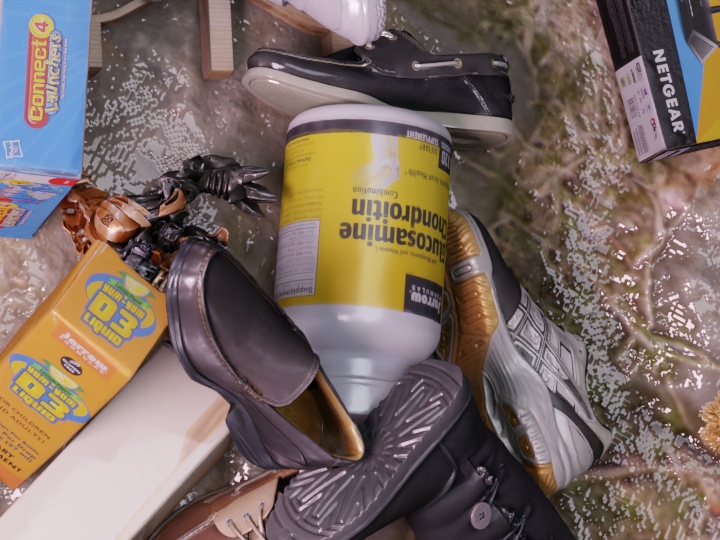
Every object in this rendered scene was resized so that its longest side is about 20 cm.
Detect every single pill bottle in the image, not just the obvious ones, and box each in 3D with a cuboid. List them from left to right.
[{"bbox_3d":[0.000,0.000,1.653,0.111,0.112,0.202,7,78,-16],"label":"pill bottle"}]

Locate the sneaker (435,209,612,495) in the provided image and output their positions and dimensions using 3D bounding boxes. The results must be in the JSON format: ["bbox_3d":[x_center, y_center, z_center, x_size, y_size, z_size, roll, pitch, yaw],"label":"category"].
[{"bbox_3d":[0.104,0.050,1.708,0.087,0.075,0.201,-20,89,-36],"label":"sneaker"}]

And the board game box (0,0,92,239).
[{"bbox_3d":[-0.210,-0.137,1.568,0.055,0.196,0.202,5,78,-16],"label":"board game box"}]

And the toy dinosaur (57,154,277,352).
[{"bbox_3d":[-0.131,-0.022,1.603,0.135,0.102,0.201,-18,70,-41],"label":"toy dinosaur"}]

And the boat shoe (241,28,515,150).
[{"bbox_3d":[0.012,-0.128,1.691,0.199,0.072,0.068,8,79,-25],"label":"boat shoe"}]

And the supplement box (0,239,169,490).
[{"bbox_3d":[-0.185,0.060,1.534,0.066,0.200,0.069,39,51,-7],"label":"supplement box"}]

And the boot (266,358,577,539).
[{"bbox_3d":[0.046,0.178,1.624,0.165,0.066,0.200,-41,131,-11],"label":"boot"}]

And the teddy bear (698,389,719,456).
[{"bbox_3d":[0.313,0.160,1.746,0.144,0.067,0.202,-6,82,-16],"label":"teddy bear"}]

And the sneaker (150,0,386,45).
[{"bbox_3d":[-0.077,-0.202,1.655,0.114,0.075,0.200,-30,63,-26],"label":"sneaker"}]

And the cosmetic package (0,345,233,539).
[{"bbox_3d":[-0.167,0.150,1.575,0.071,0.105,0.200,42,73,4],"label":"cosmetic package"}]

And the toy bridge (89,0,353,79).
[{"bbox_3d":[-0.096,-0.163,1.697,0.198,0.027,0.068,-1,80,-19],"label":"toy bridge"}]

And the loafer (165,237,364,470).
[{"bbox_3d":[-0.055,0.051,1.506,0.072,0.200,0.073,8,59,29],"label":"loafer"}]

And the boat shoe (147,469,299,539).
[{"bbox_3d":[-0.062,0.164,1.625,0.199,0.072,0.076,-33,91,-20],"label":"boat shoe"}]

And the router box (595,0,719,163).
[{"bbox_3d":[0.245,-0.190,1.794,0.148,0.051,0.202,-13,84,-21],"label":"router box"}]
